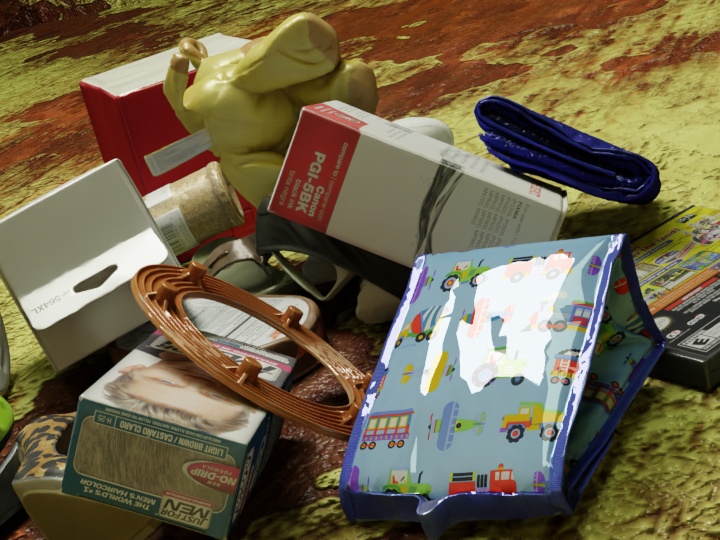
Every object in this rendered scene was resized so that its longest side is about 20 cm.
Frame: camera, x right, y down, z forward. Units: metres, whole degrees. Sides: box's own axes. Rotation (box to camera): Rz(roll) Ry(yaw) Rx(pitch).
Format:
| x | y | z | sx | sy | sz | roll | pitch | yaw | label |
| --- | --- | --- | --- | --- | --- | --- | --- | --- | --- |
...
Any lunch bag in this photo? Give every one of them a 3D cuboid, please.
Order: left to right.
| x | y | z | sx | sy | sz | roll | pitch | yaw | label |
| --- | --- | --- | --- | --- | --- | --- | --- | --- | --- |
| 0.078 | 0.077 | 0.803 | 0.149 | 0.095 | 0.200 | -6 | 34 | 34 | lunch bag |

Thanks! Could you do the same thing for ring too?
| x | y | z | sx | sy | sz | roll | pitch | yaw | label |
| --- | --- | --- | --- | --- | --- | --- | --- | --- | --- |
| -0.059 | 0.048 | 0.879 | 0.019 | 0.199 | 0.201 | -58 | 18 | 10 | ring |

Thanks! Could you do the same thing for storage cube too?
| x | y | z | sx | sy | sz | roll | pitch | yaw | label |
| --- | --- | --- | --- | --- | --- | --- | --- | --- | --- |
| -0.174 | -0.132 | 1.407 | 0.199 | 0.181 | 0.171 | -21 | 21 | -19 | storage cube |

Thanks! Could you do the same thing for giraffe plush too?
| x | y | z | sx | sy | sz | roll | pitch | yaw | label |
| --- | --- | --- | --- | --- | --- | --- | --- | --- | --- |
| -0.089 | -0.143 | 1.162 | 0.198 | 0.174 | 0.162 | -10 | 22 | -4 | giraffe plush |

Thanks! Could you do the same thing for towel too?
| x | y | z | sx | sy | sz | roll | pitch | yaw | label |
| --- | --- | --- | --- | --- | --- | --- | --- | --- | --- |
| 0.168 | -0.086 | 1.077 | 0.147 | 0.050 | 0.200 | 26 | 7 | 12 | towel |

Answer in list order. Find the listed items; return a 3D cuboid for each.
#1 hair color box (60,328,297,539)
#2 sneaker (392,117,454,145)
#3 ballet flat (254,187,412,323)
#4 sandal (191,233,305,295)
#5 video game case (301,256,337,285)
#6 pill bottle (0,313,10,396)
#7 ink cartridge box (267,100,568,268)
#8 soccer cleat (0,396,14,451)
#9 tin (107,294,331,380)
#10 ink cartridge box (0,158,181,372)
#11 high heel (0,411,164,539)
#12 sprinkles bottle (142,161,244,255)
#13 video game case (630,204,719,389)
| x | y | z | sx | sy | sz | roll | pitch | yaw | label |
| --- | --- | --- | --- | --- | --- | --- | --- | --- | --- |
| -0.104 | 0.091 | 0.827 | 0.099 | 0.061 | 0.200 | 15 | 11 | 2 | hair color box |
| 0.012 | -0.078 | 1.216 | 0.199 | 0.071 | 0.080 | -29 | 23 | -23 | sneaker |
| 0.000 | 0.000 | 1.068 | 0.199 | 0.069 | 0.068 | 26 | 8 | 23 | ballet flat |
| -0.111 | -0.004 | 1.196 | 0.079 | 0.058 | 0.201 | -23 | 23 | -20 | sandal |
| 0.049 | -0.040 | 1.191 | 0.180 | 0.022 | 0.200 | -12 | 13 | 9 | video game case |
| -0.406 | 0.075 | 1.120 | 0.198 | 0.121 | 0.120 | -15 | 20 | 2 | pill bottle |
| 0.047 | -0.052 | 1.000 | 0.198 | 0.084 | 0.147 | 22 | 11 | 5 | ink cartridge box |
| -0.317 | 0.152 | 0.895 | 0.067 | 0.081 | 0.200 | 41 | 53 | 12 | soccer cleat |
| -0.116 | 0.058 | 1.072 | 0.199 | 0.042 | 0.112 | -1 | 29 | 35 | tin |
| -0.230 | -0.007 | 1.108 | 0.128 | 0.126 | 0.200 | -31 | 9 | -13 | ink cartridge box |
| -0.169 | 0.124 | 0.877 | 0.199 | 0.072 | 0.143 | -11 | 23 | 34 | high heel |
| -0.212 | -0.033 | 1.289 | 0.199 | 0.069 | 0.068 | -25 | 20 | 3 | sprinkles bottle |
| 0.239 | 0.012 | 0.943 | 0.199 | 0.026 | 0.180 | -28 | 24 | -28 | video game case |
